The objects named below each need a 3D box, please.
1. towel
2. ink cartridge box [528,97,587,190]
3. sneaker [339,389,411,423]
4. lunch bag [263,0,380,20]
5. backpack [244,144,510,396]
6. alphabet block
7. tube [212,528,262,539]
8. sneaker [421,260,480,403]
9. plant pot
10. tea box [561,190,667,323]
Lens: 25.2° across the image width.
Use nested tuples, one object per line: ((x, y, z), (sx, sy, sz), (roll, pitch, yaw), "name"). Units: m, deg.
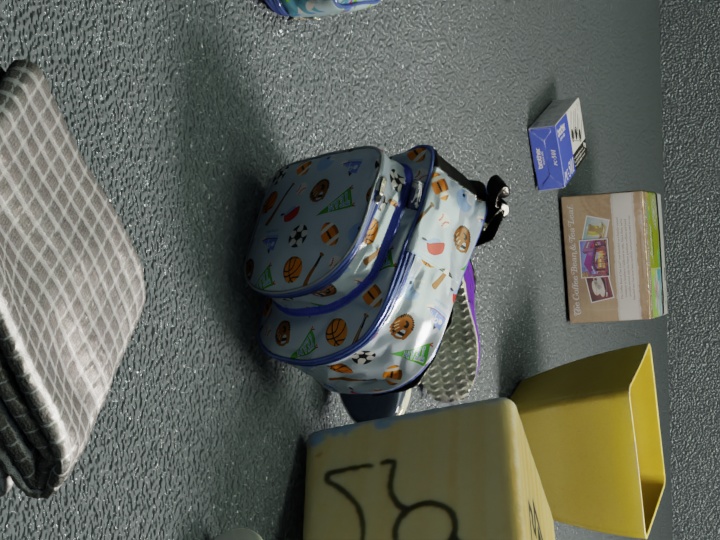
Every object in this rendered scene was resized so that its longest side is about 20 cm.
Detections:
((-0.192, 0.001, 0.875), (0.166, 0.085, 0.201), (-73, 152, -48), "towel")
((0.296, -0.191, 2.406), (0.200, 0.044, 0.095), (-45, 127, -65), "ink cartridge box")
((-0.003, 0.043, 1.447), (0.085, 0.075, 0.201), (44, 36, -65), "sneaker")
((-0.039, -0.320, 1.394), (0.161, 0.082, 0.201), (-35, 119, -67), "lunch bag")
((0.000, 0.000, 1.297), (0.154, 0.200, 0.191), (23, 68, -34), "backpack")
((0.064, 0.255, 1.365), (0.201, 0.194, 0.197), (-88, 161, -45), "alphabet block")
((-0.066, 0.278, 1.236), (0.058, 0.052, 0.201), (-78, 155, -47), "tube")
((0.099, 0.040, 1.744), (0.099, 0.069, 0.201), (-23, 109, -72), "sneaker")
((0.289, 0.222, 2.095), (0.200, 0.175, 0.201), (-39, 122, -67), "plant pot")
((0.404, -0.021, 2.547), (0.197, 0.133, 0.201), (-6, 92, -71), "tea box")
